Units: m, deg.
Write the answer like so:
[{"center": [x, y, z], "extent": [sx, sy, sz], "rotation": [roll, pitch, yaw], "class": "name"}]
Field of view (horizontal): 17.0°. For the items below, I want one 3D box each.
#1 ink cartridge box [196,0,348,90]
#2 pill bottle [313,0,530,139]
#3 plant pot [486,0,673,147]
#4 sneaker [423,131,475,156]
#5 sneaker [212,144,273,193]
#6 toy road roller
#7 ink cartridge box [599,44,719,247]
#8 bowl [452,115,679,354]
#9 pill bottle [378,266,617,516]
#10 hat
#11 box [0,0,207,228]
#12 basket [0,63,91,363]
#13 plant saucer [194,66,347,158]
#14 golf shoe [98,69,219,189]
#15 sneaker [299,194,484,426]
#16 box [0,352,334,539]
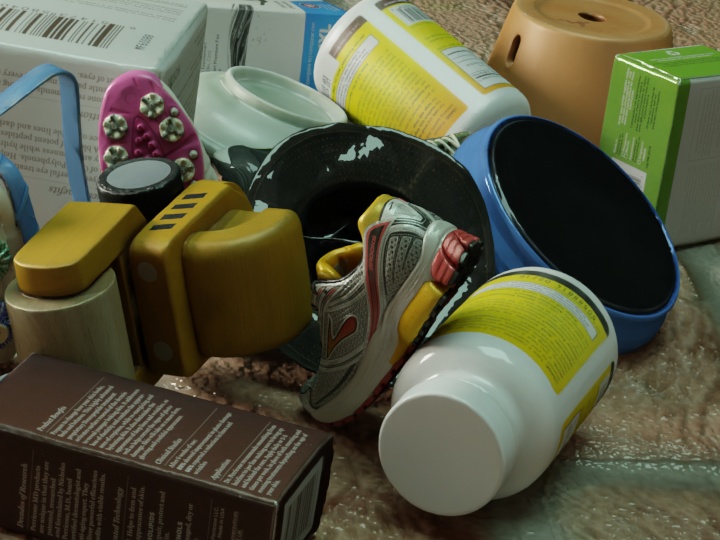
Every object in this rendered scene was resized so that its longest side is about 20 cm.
[{"center": [-0.127, -0.202, 2.109], "extent": [0.200, 0.084, 0.146], "rotation": [2, 15, -22], "class": "ink cartridge box"}, {"center": [0.063, -0.133, 1.982], "extent": [0.200, 0.109, 0.109], "rotation": [42, 37, 25], "class": "pill bottle"}, {"center": [0.189, -0.155, 2.069], "extent": [0.200, 0.140, 0.200], "rotation": [8, 23, -3], "class": "plant pot"}, {"center": [0.057, -0.080, 1.810], "extent": [0.090, 0.067, 0.200], "rotation": [-26, -16, 7], "class": "sneaker"}, {"center": [-0.045, -0.069, 1.773], "extent": [0.085, 0.075, 0.200], "rotation": [-29, -9, 12], "class": "sneaker"}, {"center": [-0.120, 0.015, 1.538], "extent": [0.146, 0.123, 0.200], "rotation": [4, 29, 25], "class": "toy road roller"}, {"center": [0.293, -0.107, 1.985], "extent": [0.200, 0.148, 0.076], "rotation": [-11, 28, -39], "class": "ink cartridge box"}, {"center": [0.153, -0.031, 1.766], "extent": [0.201, 0.039, 0.201], "rotation": [28, 37, -24], "class": "bowl"}, {"center": [0.085, 0.079, 1.532], "extent": [0.111, 0.111, 0.200], "rotation": [16, 24, 17], "class": "pill bottle"}, {"center": [0.000, 0.000, 1.684], "extent": [0.200, 0.081, 0.201], "rotation": [4, 66, -10], "class": "hat"}, {"center": [-0.232, -0.113, 1.791], "extent": [0.199, 0.171, 0.200], "rotation": [10, 21, 4], "class": "box"}, {"center": [-0.252, -0.021, 1.584], "extent": [0.139, 0.176, 0.200], "rotation": [21, 45, 30], "class": "basket"}, {"center": [-0.068, -0.122, 1.961], "extent": [0.200, 0.050, 0.200], "rotation": [21, 17, -7], "class": "plant saucer"}, {"center": [-0.127, -0.047, 1.681], "extent": [0.075, 0.200, 0.092], "rotation": [-19, 12, 8], "class": "golf shoe"}, {"center": [0.005, 0.023, 1.538], "extent": [0.082, 0.200, 0.078], "rotation": [36, 44, 5], "class": "sneaker"}, {"center": [-0.128, 0.120, 1.418], "extent": [0.200, 0.075, 0.100], "rotation": [16, 25, 14], "class": "box"}]
